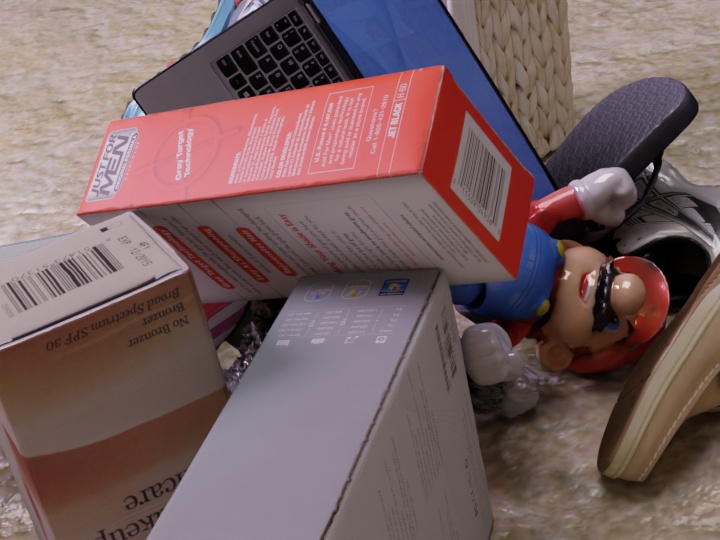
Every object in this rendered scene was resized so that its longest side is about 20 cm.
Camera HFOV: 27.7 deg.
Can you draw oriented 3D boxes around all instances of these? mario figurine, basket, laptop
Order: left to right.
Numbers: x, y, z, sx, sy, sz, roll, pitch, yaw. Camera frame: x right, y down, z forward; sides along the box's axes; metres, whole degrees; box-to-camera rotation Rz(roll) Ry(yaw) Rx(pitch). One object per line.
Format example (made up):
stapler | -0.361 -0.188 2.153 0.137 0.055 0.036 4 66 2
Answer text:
laptop | -0.011 -0.074 0.893 0.200 0.187 0.116 -32 19 9
basket | 0.076 -0.176 1.113 0.123 0.200 0.136 -23 29 -31
mario figurine | 0.103 -0.001 0.801 0.200 0.123 0.106 22 21 -34

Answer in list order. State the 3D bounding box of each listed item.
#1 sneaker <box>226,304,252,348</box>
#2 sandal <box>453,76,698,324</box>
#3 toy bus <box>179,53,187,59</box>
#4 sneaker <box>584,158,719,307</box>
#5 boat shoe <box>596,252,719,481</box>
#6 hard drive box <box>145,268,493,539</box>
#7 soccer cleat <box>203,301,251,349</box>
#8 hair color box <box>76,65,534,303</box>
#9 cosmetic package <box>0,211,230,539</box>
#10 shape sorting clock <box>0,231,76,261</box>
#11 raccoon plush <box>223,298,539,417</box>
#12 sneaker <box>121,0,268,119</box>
sneaker | 0.000 0.000 0.887 0.200 0.115 0.075 -32 29 25
sandal | 0.135 -0.041 0.903 0.200 0.043 0.076 -47 25 25
toy bus | -0.075 -0.067 1.066 0.200 0.136 0.192 5 49 34
sneaker | 0.175 -0.023 0.913 0.088 0.076 0.200 -36 33 -29
boat shoe | 0.198 0.041 0.783 0.065 0.072 0.200 37 64 6
hard drive box | -0.006 0.116 0.649 0.077 0.156 0.200 -3 29 19
soccer cleat | -0.117 0.039 0.820 0.068 0.200 0.073 31 1 6
hair color box | -0.028 -0.036 0.713 0.200 0.102 0.061 -5 59 32
cosmetic package | -0.113 0.088 0.699 0.103 0.200 0.087 -25 31 -18
shape sorting clock | -0.230 0.014 0.877 0.200 0.039 0.200 -8 10 1
raccoon plush | -0.013 0.091 0.813 0.200 0.134 0.097 22 15 -2
sneaker | -0.067 -0.128 0.985 0.200 0.079 0.096 -49 55 6
